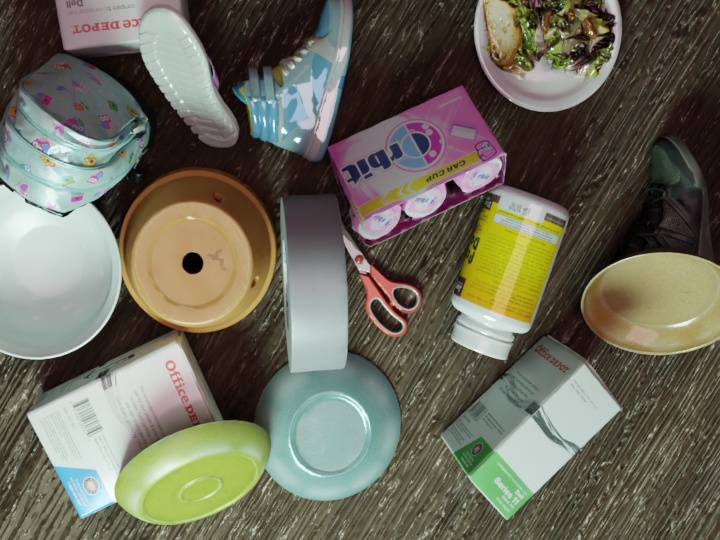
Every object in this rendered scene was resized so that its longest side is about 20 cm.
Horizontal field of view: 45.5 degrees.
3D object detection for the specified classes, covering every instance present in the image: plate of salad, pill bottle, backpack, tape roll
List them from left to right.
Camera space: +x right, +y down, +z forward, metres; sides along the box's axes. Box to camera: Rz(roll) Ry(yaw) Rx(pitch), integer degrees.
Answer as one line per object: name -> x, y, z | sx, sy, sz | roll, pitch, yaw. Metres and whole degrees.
backpack -> -0.319, -0.153, 0.940 | 0.164, 0.201, 0.128 | 26, 119, -7
tape roll -> -0.057, 0.014, 1.005 | 0.064, 0.200, 0.206 | -4, 98, -7
pill bottle -> 0.182, 0.003, 1.082 | 0.107, 0.109, 0.205 | 18, 95, -10
plate of salad -> 0.240, -0.304, 1.079 | 0.194, 0.048, 0.206 | -1, 97, -8

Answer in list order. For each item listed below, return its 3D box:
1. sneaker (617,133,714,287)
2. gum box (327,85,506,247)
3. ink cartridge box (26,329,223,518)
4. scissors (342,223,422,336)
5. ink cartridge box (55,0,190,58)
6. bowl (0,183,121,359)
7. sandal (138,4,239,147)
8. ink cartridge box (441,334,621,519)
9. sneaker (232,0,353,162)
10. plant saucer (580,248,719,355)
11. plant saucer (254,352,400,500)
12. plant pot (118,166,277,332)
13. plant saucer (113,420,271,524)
sneaker -> 0.389, -0.069, 1.117 | 0.112, 0.076, 0.204 | -15, 105, -12
gum box -> 0.063, -0.125, 1.040 | 0.196, 0.067, 0.115 | -25, 63, -5
ink cartridge box -> -0.280, 0.184, 1.057 | 0.196, 0.084, 0.149 | -24, 101, -5
scissors -> 0.000, 0.000, 1.105 | 0.073, 0.014, 0.200 | -45, 102, 2
ink cartridge box -> -0.278, -0.357, 0.983 | 0.142, 0.084, 0.206 | -8, 99, -6
bowl -> -0.375, -0.006, 1.015 | 0.195, 0.090, 0.207 | -1, 98, -8
sandal -> -0.195, -0.226, 0.991 | 0.080, 0.205, 0.051 | 5, 54, 18
ink cartridge box -> 0.213, 0.192, 1.094 | 0.200, 0.147, 0.083 | -44, 102, 1
sneaker -> -0.083, -0.243, 1.029 | 0.127, 0.080, 0.205 | 12, 95, -10
plant saucer -> 0.384, 0.034, 1.104 | 0.195, 0.036, 0.203 | 9, 140, 7
plant saucer -> -0.040, 0.208, 1.116 | 0.195, 0.039, 0.207 | -1, 99, -8
plant pot -> -0.194, -0.018, 1.013 | 0.194, 0.140, 0.206 | -1, 98, -7
plant saucer -> -0.196, 0.253, 1.038 | 0.196, 0.201, 0.031 | -26, 56, -4
